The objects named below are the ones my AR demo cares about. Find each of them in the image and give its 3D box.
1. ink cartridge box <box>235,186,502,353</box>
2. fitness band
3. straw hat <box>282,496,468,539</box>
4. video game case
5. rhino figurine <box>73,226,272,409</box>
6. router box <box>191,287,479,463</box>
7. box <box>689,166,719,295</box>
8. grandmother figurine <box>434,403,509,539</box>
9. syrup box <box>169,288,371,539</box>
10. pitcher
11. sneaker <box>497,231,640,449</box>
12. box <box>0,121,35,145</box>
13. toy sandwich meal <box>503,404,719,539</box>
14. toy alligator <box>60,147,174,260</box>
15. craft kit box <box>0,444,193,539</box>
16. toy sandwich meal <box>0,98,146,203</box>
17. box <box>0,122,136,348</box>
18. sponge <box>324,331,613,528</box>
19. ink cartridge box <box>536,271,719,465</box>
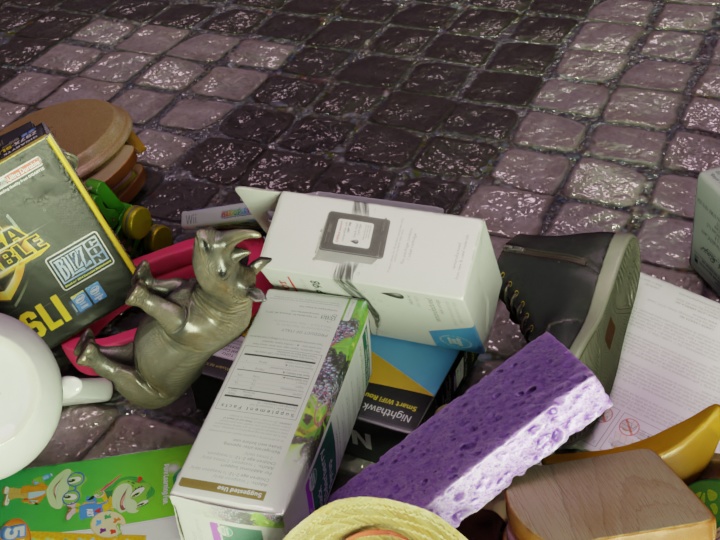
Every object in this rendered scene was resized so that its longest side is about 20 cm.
[{"bbox_3d":[0.000,0.000,0.850,0.199,0.116,0.067,9,69,19],"label":"ink cartridge box"},{"bbox_3d":[-0.165,0.028,0.954,0.199,0.038,0.144,-19,30,14],"label":"fitness band"},{"bbox_3d":[0.032,0.224,0.639,0.200,0.202,0.085,17,8,27],"label":"straw hat"},{"bbox_3d":[-0.045,-0.046,0.974,0.143,0.018,0.199,4,-5,-41],"label":"video game case"},{"bbox_3d":[-0.127,0.031,0.793,0.087,0.200,0.060,33,35,-19],"label":"rhino figurine"},{"bbox_3d":[-0.018,0.073,0.906,0.199,0.051,0.149,12,42,22],"label":"router box"},{"bbox_3d":[0.413,-0.019,0.934,0.199,0.105,0.184,-14,37,-10],"label":"box"},{"bbox_3d":[0.073,0.174,0.757,0.121,0.061,0.200,-12,33,15],"label":"grandmother figurine"},{"bbox_3d":[-0.055,0.109,0.765,0.081,0.079,0.201,6,41,13],"label":"syrup box"},{"bbox_3d":[-0.261,0.092,0.820,0.171,0.122,0.200,-7,-6,-21],"label":"pitcher"},{"bbox_3d":[0.143,0.051,0.863,0.106,0.075,0.200,4,46,32],"label":"sneaker"},{"bbox_3d":[-0.351,-0.034,1.037,0.160,0.044,0.200,-27,51,-5],"label":"box"},{"bbox_3d":[0.182,0.147,0.674,0.204,0.071,0.205,-14,18,5],"label":"toy sandwich meal"},{"bbox_3d":[-0.230,-0.041,1.002,0.059,0.200,0.055,14,73,26],"label":"toy alligator"},{"bbox_3d":[-0.184,0.212,0.752,0.196,0.049,0.200,-6,37,-5],"label":"craft kit box"},{"bbox_3d":[-0.319,-0.112,1.186,0.204,0.071,0.206,-13,35,9],"label":"toy sandwich meal"},{"bbox_3d":[-0.302,-0.002,0.911,0.199,0.160,0.049,-31,29,-7],"label":"box"},{"bbox_3d":[0.065,0.122,0.725,0.200,0.030,0.112,-38,13,0],"label":"sponge"},{"bbox_3d":[0.222,0.102,0.864,0.162,0.050,0.200,25,65,34],"label":"ink cartridge box"}]
